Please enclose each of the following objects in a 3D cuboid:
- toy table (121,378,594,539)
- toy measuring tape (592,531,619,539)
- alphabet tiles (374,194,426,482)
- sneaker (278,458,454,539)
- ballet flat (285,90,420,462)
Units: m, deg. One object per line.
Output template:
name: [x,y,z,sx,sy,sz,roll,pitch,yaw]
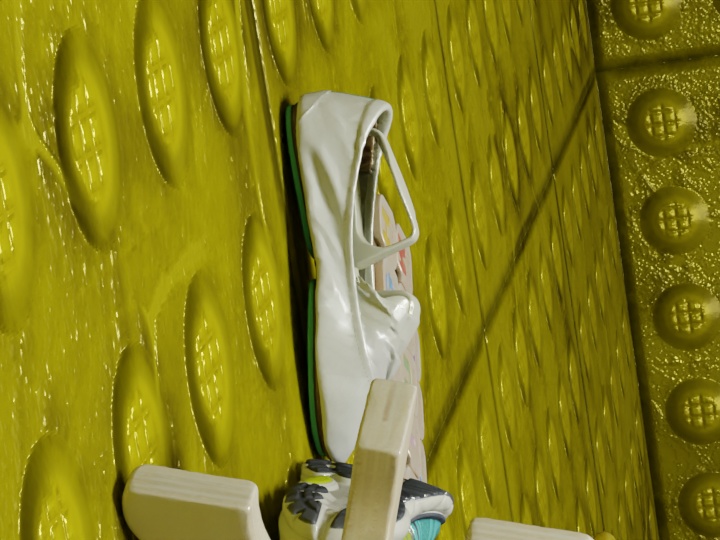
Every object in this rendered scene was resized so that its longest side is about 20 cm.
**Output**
toy table: [-0.005,0.139,1.029,0.200,0.183,0.118,-96,-170,-57]
toy measuring tape: [0.249,0.348,2.472,0.074,0.073,0.201,48,36,-72]
alphabet tiles: [0.021,0.060,1.589,0.196,0.015,0.201,59,27,-65]
sneaker: [-0.007,0.141,1.295,0.200,0.077,0.080,-15,117,-75]
ballet flat: [0.000,0.000,1.379,0.069,0.069,0.201,36,48,-76]
